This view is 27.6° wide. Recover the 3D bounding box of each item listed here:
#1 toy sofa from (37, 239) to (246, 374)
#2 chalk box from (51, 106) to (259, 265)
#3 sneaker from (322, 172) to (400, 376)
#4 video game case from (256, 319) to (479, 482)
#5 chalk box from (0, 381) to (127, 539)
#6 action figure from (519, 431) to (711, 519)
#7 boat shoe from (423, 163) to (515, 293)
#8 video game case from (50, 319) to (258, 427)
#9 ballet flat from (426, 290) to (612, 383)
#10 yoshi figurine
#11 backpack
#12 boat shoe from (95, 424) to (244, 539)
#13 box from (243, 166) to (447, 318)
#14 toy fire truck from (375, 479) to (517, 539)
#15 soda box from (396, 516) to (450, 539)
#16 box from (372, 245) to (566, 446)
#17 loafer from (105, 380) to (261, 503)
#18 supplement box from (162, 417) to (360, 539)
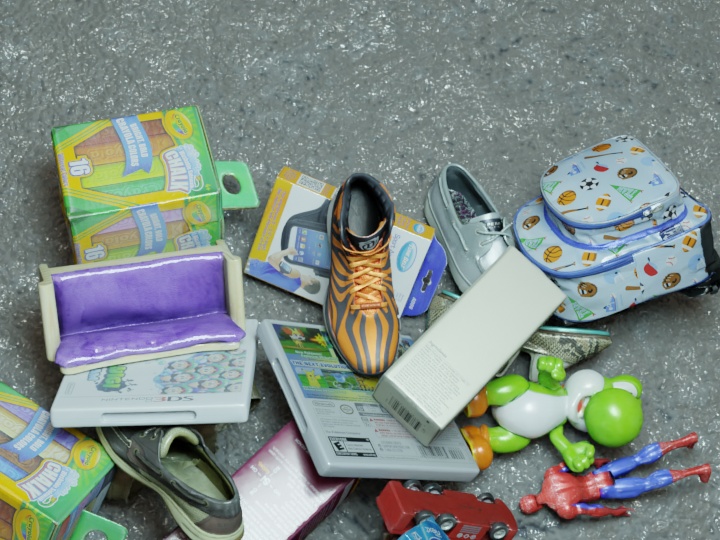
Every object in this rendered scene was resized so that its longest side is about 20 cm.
[{"bbox_3d":[-0.214,0.033,1.445,0.199,0.098,0.083,-8,112,-15],"label":"toy sofa"},{"bbox_3d":[-0.208,-0.080,1.522,0.199,0.124,0.125,-12,55,-12],"label":"chalk box"},{"bbox_3d":[0.000,0.000,1.440,0.077,0.112,0.201,-8,78,-6],"label":"sneaker"},{"bbox_3d":[0.008,0.130,1.461,0.199,0.022,0.183,9,42,-39],"label":"video game case"},{"bbox_3d":[-0.315,0.217,1.376,0.199,0.125,0.124,31,30,6],"label":"chalk box"},{"bbox_3d":[0.260,0.221,1.528,0.199,0.052,0.066,-12,64,-8],"label":"action figure"},{"bbox_3d":[0.127,-0.035,1.574,0.070,0.072,0.201,-11,50,-24],"label":"boat shoe"},{"bbox_3d":[-0.194,0.097,1.428,0.181,0.200,0.024,-2,111,0],"label":"video game case"},{"bbox_3d":[0.165,0.079,1.572,0.199,0.068,0.076,14,87,4],"label":"ballet flat"},{"bbox_3d":[0.205,0.148,1.505,0.199,0.113,0.113,-8,59,-11],"label":"yoshi figurine"},{"bbox_3d":[0.261,-0.038,1.556,0.190,0.155,0.200,-30,31,-1],"label":"backpack"},{"bbox_3d":[-0.173,0.172,1.362,0.071,0.066,0.201,-16,46,-41],"label":"boat shoe"},{"bbox_3d":[-0.012,-0.016,1.552,0.199,0.120,0.042,23,25,3],"label":"box"},{"bbox_3d":[0.042,0.274,1.442,0.199,0.141,0.049,14,31,-31],"label":"toy fire truck"},{"bbox_3d":[0.009,0.321,1.373,0.064,0.068,0.200,49,112,13],"label":"soda box"},{"bbox_3d":[0.108,0.074,1.454,0.082,0.068,0.200,44,67,9],"label":"box"},{"bbox_3d":[-0.176,0.162,1.470,0.067,0.076,0.200,37,67,15],"label":"loafer"},{"bbox_3d":[-0.095,0.238,1.431,0.086,0.110,0.200,44,68,11],"label":"supplement box"}]
